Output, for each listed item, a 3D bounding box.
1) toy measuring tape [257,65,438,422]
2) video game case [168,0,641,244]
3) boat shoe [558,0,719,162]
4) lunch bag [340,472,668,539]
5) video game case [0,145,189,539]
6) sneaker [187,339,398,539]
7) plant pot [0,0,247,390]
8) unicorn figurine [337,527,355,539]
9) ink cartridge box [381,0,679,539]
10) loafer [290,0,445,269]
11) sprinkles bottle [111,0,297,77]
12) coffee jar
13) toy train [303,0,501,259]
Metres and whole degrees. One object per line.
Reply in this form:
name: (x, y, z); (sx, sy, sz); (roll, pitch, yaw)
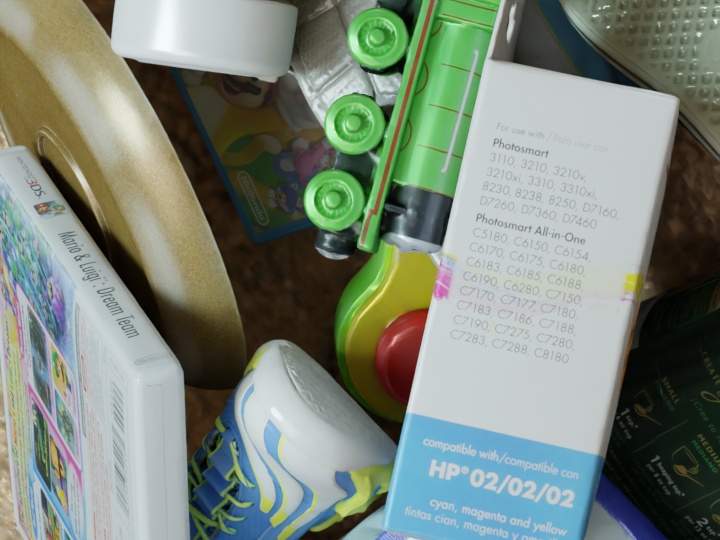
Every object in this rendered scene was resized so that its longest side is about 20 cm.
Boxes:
toy measuring tape: (0.000, 0.000, 1.045); (0.074, 0.074, 0.200); (-25, 114, 38)
video game case: (0.005, -0.100, 1.043); (0.200, 0.018, 0.143); (-17, 102, 36)
boat shoe: (0.127, -0.083, 0.917); (0.075, 0.062, 0.200); (-40, 54, 8)
lunch bag: (0.064, 0.156, 1.011); (0.170, 0.127, 0.200); (45, 135, 1)
video game case: (-0.111, 0.076, 1.069); (0.182, 0.024, 0.200); (-130, 33, -50)
sneaker: (-0.039, 0.089, 1.045); (0.105, 0.200, 0.076); (-44, 82, -2)
plant pot: (-0.108, -0.034, 1.068); (0.200, 0.027, 0.200); (55, 163, 26)
unicorn figurine: (-0.018, 0.156, 1.159); (0.200, 0.074, 0.137); (-29, 96, 22)
ink cartridge box: (0.064, -0.001, 0.887); (0.068, 0.115, 0.200); (12, 86, 5)
loafer: (0.032, -0.055, 0.997); (0.072, 0.063, 0.200); (-33, 76, 13)
sprinkles bottle: (-0.047, -0.174, 0.964); (0.068, 0.068, 0.200); (9, 93, 28)
coffee jar: (0.176, 0.030, 0.958); (0.200, 0.085, 0.104); (-31, 96, 39)
toy train: (0.028, -0.098, 0.948); (0.056, 0.042, 0.200); (15, 90, 5)
